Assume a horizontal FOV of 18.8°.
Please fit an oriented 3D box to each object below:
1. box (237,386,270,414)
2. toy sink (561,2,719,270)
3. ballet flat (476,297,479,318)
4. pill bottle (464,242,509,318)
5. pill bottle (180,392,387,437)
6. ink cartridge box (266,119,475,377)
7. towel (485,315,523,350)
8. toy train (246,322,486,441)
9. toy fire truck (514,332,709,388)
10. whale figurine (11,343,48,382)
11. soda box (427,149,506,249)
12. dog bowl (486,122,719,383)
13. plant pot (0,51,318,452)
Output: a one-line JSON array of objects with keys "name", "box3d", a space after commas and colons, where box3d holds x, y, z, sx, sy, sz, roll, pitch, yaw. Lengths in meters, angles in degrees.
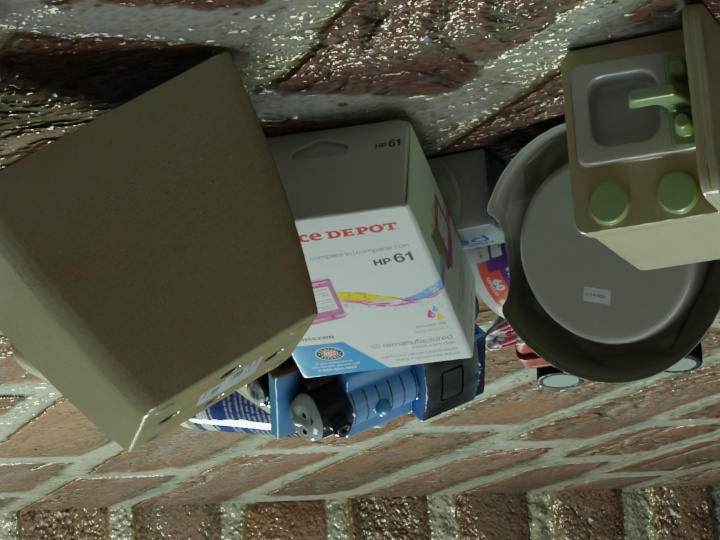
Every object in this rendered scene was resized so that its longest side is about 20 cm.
[{"name": "box", "box3d": [-0.100, 0.042, 1.844, 0.078, 0.095, 0.200, 29, 168, 35]}, {"name": "toy sink", "box3d": [0.205, -0.086, 1.479, 0.111, 0.131, 0.200, -9, 168, 19]}, {"name": "ballet flat", "box3d": [0.010, 0.016, 2.022, 0.199, 0.068, 0.075, 7, -171, -17]}, {"name": "pill bottle", "box3d": [0.189, -0.031, 1.754, 0.111, 0.112, 0.199, 7, 162, -43]}, {"name": "pill bottle", "box3d": [-0.070, 0.097, 1.996, 0.199, 0.112, 0.111, 3, 171, 22]}, {"name": "ink cartridge box", "box3d": [-0.006, -0.013, 1.645, 0.144, 0.085, 0.200, -8, 141, 15]}, {"name": "towel", "box3d": [0.210, 0.008, 1.878, 0.199, 0.030, 0.146, -15, -163, 26]}, {"name": "toy train", "box3d": [0.006, 0.081, 1.816, 0.199, 0.087, 0.114, -20, -141, -25]}, {"name": "toy fire truck", "box3d": [0.216, 0.040, 1.983, 0.175, 0.129, 0.200, -8, 155, 18]}, {"name": "whale figurine", "box3d": [-0.254, 0.055, 2.037, 0.158, 0.104, 0.200, 25, -176, -8]}, {"name": "soda box", "box3d": [0.020, -0.043, 1.742, 0.199, 0.064, 0.068, -10, 166, 20]}, {"name": "dog bowl", "box3d": [0.194, -0.018, 1.647, 0.199, 0.201, 0.059, -13, -177, 31]}, {"name": "plant pot", "box3d": [-0.139, 0.005, 1.451, 0.199, 0.178, 0.200, -29, 172, -18]}]
